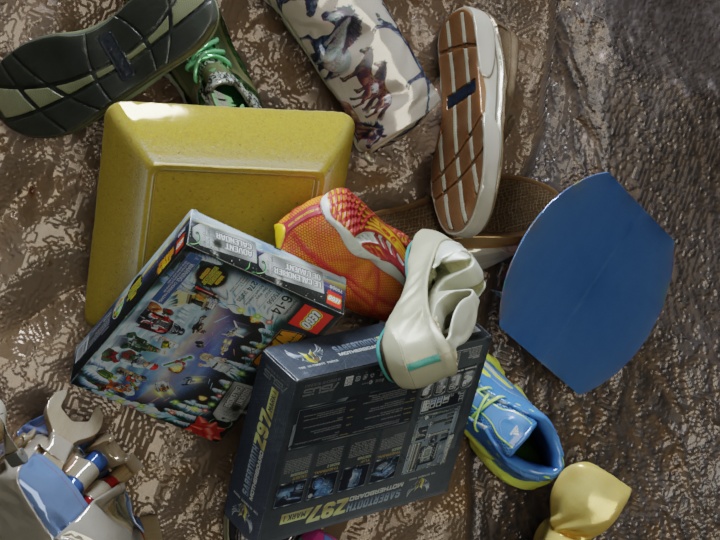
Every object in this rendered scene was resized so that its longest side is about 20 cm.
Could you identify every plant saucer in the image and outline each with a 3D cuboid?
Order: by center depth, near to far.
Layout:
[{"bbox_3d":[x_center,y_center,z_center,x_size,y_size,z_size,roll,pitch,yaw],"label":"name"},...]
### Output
[{"bbox_3d":[-0.108,-0.029,1.573,0.199,0.048,0.201,2,118,-16],"label":"plant saucer"}]

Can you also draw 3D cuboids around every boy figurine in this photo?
[{"bbox_3d":[0.168,0.250,1.656,0.064,0.124,0.201,19,103,4],"label":"boy figurine"}]

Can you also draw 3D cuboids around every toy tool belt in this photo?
[{"bbox_3d":[-0.236,0.163,1.561,0.200,0.125,0.123,59,40,-11],"label":"toy tool belt"}]

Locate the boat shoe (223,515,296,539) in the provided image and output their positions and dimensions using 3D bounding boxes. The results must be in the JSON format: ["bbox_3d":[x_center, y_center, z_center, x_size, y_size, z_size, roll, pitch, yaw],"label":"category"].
[{"bbox_3d":[-0.047,0.151,1.627,0.072,0.065,0.200,33,82,-14],"label":"boat shoe"}]

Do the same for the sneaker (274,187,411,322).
[{"bbox_3d":[0.000,0.000,1.575,0.077,0.073,0.200,-24,139,21],"label":"sneaker"}]

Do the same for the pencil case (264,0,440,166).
[{"bbox_3d":[-0.014,-0.189,1.634,0.089,0.078,0.200,-31,98,7],"label":"pencil case"}]

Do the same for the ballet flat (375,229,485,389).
[{"bbox_3d":[0.064,0.022,1.517,0.069,0.200,0.070,6,123,9],"label":"ballet flat"}]

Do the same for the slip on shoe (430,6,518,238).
[{"bbox_3d":[0.101,-0.120,1.658,0.060,0.076,0.201,16,62,-35],"label":"slip on shoe"}]

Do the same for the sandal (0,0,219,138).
[{"bbox_3d":[-0.197,-0.162,1.572,0.200,0.057,0.080,-23,86,10],"label":"sandal"}]

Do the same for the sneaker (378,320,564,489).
[{"bbox_3d":[0.102,0.102,1.649,0.200,0.105,0.076,43,79,-12],"label":"sneaker"}]

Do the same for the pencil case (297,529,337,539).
[{"bbox_3d":[-0.064,0.301,1.613,0.088,0.088,0.200,45,80,-11],"label":"pencil case"}]

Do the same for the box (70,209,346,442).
[{"bbox_3d":[-0.120,0.048,1.541,0.137,0.200,0.040,23,45,-21],"label":"box"}]

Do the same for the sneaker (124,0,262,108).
[{"bbox_3d":[-0.120,-0.163,1.598,0.077,0.089,0.201,-31,97,-14],"label":"sneaker"}]

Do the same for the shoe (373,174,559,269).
[{"bbox_3d":[0.079,-0.033,1.677,0.199,0.053,0.070,-11,60,-20],"label":"shoe"}]

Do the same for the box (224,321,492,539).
[{"bbox_3d":[-0.001,0.120,1.553,0.199,0.051,0.158,-11,127,-37],"label":"box"}]

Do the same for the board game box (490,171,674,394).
[{"bbox_3d":[0.183,0.005,1.690,0.200,0.039,0.158,39,82,-43],"label":"board game box"}]
